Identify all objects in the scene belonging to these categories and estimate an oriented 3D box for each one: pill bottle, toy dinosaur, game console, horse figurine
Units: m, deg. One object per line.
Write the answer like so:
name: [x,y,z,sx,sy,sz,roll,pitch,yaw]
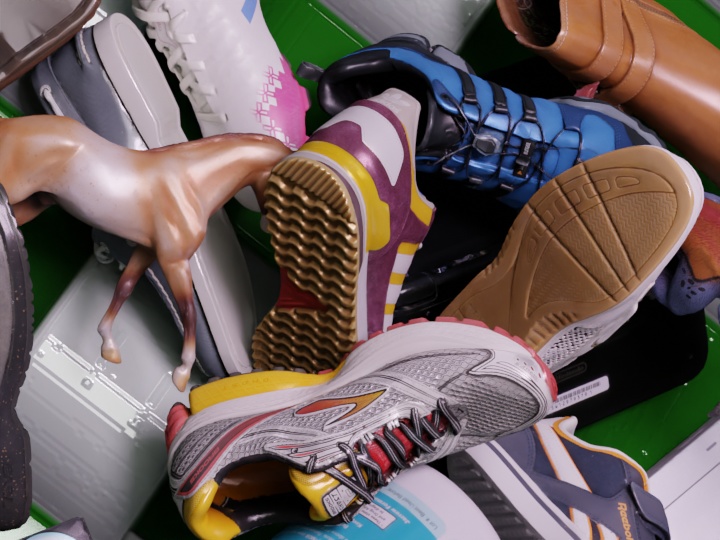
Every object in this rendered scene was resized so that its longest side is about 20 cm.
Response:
pill bottle: [-0.025,0.187,1.402,0.200,0.111,0.111,-36,90,-29]
toy dinosaur: [0.196,0.014,1.462,0.200,0.181,0.105,44,78,-32]
game console: [0.074,-0.003,1.559,0.200,0.116,0.176,-21,113,-27]
horse figurine: [-0.137,-0.027,1.410,0.200,0.050,0.133,18,99,0]

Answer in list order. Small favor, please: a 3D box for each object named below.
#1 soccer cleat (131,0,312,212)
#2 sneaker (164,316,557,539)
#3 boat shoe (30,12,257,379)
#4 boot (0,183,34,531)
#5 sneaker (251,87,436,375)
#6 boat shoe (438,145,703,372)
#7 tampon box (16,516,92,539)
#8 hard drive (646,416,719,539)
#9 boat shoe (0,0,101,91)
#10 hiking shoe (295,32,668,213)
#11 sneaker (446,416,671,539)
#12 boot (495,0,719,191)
soccer cleat: [-0.085,-0.123,1.495,0.086,0.070,0.200,5,63,-39]
sneaker: [0.002,0.086,1.383,0.082,0.200,0.078,-93,160,-48]
boat shoe: [-0.111,-0.031,1.474,0.062,0.073,0.200,-22,90,15]
boot: [-0.225,0.047,1.345,0.130,0.068,0.200,-9,108,-28]
sneaker: [0.000,0.000,1.434,0.075,0.200,0.090,33,52,21]
boat shoe: [0.111,0.000,1.427,0.069,0.200,0.071,-11,67,-44]
tampon box: [-0.173,0.239,1.311,0.150,0.126,0.200,-20,82,-28]
hard drive: [0.241,0.174,1.572,0.132,0.027,0.200,-36,91,-28]
boat shoe: [-0.218,-0.100,1.433,0.200,0.068,0.072,-27,91,-7]
hiking shoe: [0.066,-0.062,1.467,0.087,0.200,0.074,-15,122,-56]
sneaker: [0.127,0.147,1.446,0.079,0.078,0.200,-21,55,-22]
boot: [0.166,-0.104,1.530,0.155,0.077,0.200,25,20,-37]
